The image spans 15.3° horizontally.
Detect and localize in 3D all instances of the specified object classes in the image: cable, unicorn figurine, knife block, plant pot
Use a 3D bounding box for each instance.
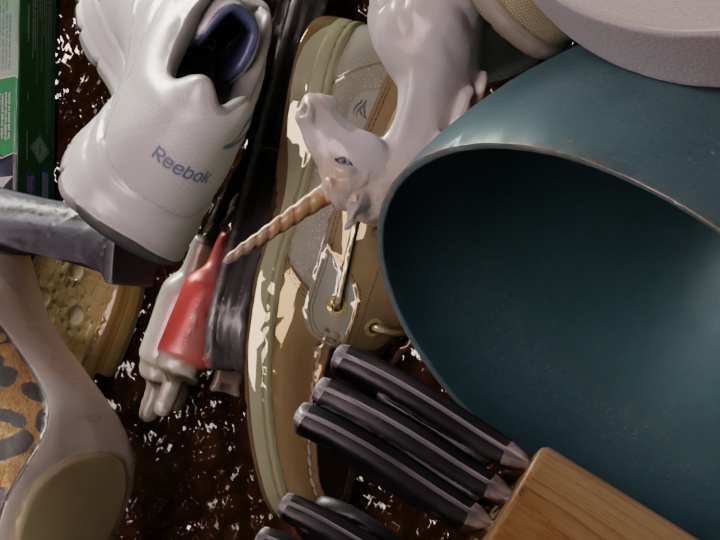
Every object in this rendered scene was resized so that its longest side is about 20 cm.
[{"bbox_3d":[-0.052,-0.033,1.083,0.050,0.097,0.200,11,89,-3],"label":"cable"},{"bbox_3d":[0.025,-0.094,0.986,0.074,0.200,0.138,-8,98,40],"label":"unicorn figurine"},{"bbox_3d":[0.071,0.100,0.915,0.200,0.064,0.176,-11,74,-15],"label":"knife block"},{"bbox_3d":[0.125,-0.011,0.924,0.200,0.200,0.135,19,55,33],"label":"plant pot"}]

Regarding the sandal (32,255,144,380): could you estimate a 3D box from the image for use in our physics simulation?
[{"bbox_3d":[-0.158,0.077,1.136,0.078,0.070,0.212,18,90,34],"label":"sandal"}]

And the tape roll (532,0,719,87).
[{"bbox_3d":[0.130,-0.153,0.857,0.203,0.037,0.203,-11,61,21],"label":"tape roll"}]

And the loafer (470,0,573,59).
[{"bbox_3d":[0.087,-0.160,0.955,0.068,0.076,0.200,-27,33,46],"label":"loafer"}]

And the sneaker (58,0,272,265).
[{"bbox_3d":[-0.066,-0.089,1.075,0.087,0.074,0.200,-47,29,30],"label":"sneaker"}]

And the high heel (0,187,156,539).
[{"bbox_3d":[-0.161,0.062,1.094,0.142,0.071,0.200,10,84,37],"label":"high heel"}]

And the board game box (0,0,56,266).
[{"bbox_3d":[-0.199,-0.093,1.221,0.134,0.029,0.200,-7,77,32],"label":"board game box"}]

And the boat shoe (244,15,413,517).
[{"bbox_3d":[0.000,0.000,1.050,0.066,0.074,0.200,5,87,18],"label":"boat shoe"}]
